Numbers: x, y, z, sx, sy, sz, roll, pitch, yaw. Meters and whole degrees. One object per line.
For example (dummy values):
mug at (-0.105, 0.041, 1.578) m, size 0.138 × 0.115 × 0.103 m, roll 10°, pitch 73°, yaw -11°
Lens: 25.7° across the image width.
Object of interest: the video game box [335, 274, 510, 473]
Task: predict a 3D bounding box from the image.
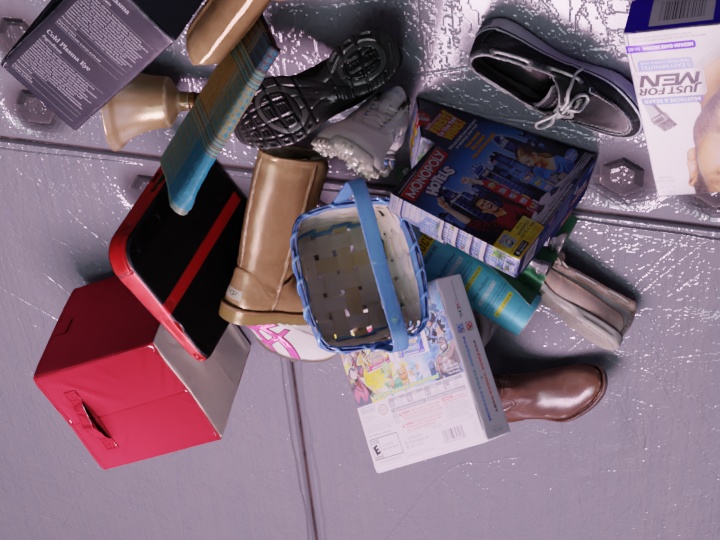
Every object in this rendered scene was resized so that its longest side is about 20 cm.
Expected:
video game box at (0.063, 0.118, 1.762) m, size 0.200 × 0.047 × 0.183 m, roll -24°, pitch 84°, yaw 49°

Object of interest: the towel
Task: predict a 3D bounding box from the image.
towel at (-0.146, -0.166, 1.633) m, size 0.022 × 0.147 × 0.200 m, roll 26°, pitch 108°, yaw -23°

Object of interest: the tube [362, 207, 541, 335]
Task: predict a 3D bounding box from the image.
tube at (0.105, -0.003, 1.749) m, size 0.199 × 0.050 × 0.078 m, roll 33°, pitch 100°, yaw 1°

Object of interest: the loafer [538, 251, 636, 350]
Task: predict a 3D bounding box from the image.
loafer at (0.222, 0.010, 1.774) m, size 0.200 × 0.063 × 0.072 m, roll 37°, pitch 166°, yaw -8°

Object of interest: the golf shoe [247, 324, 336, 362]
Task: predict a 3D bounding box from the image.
golf shoe at (-0.107, 0.047, 1.905) m, size 0.199 × 0.073 × 0.092 m, roll 27°, pitch 152°, yaw -6°

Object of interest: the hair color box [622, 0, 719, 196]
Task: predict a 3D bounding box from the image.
hair color box at (0.331, -0.171, 1.549) m, size 0.109 × 0.065 × 0.201 m, roll -3°, pitch 132°, yaw 23°

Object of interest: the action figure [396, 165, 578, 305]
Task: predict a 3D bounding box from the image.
action figure at (0.125, -0.060, 1.715) m, size 0.199 × 0.118 × 0.055 m, roll 28°, pitch 155°, yaw 10°

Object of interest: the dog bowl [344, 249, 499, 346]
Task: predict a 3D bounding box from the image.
dog bowl at (0.071, 0.039, 1.851) m, size 0.199 × 0.059 × 0.201 m, roll 11°, pitch 135°, yaw 11°

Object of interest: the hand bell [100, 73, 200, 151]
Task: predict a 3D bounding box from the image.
hand bell at (-0.177, -0.187, 1.733) m, size 0.199 × 0.104 × 0.105 m, roll -1°, pitch 132°, yaw 6°

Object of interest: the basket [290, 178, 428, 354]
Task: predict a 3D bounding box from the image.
basket at (0.000, 0.000, 1.648) m, size 0.138 × 0.200 × 0.177 m, roll -13°, pitch 89°, yaw -9°

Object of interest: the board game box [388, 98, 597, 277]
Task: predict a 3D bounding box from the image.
board game box at (0.115, -0.091, 1.645) m, size 0.199 × 0.200 × 0.062 m, roll 28°, pitch 136°, yaw 15°

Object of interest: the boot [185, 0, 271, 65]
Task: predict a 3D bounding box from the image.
boot at (-0.111, -0.267, 1.557) m, size 0.066 × 0.176 × 0.200 m, roll 37°, pitch 130°, yaw -12°

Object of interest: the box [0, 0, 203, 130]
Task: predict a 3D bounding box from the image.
box at (-0.236, -0.271, 1.579) m, size 0.104 × 0.200 × 0.182 m, roll 42°, pitch 133°, yaw -17°

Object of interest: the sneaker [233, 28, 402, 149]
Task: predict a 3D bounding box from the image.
sneaker at (-0.040, -0.182, 1.637) m, size 0.199 × 0.091 × 0.076 m, roll -23°, pitch 89°, yaw 15°

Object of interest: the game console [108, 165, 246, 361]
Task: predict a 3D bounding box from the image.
game console at (-0.191, -0.024, 1.792) m, size 0.031 × 0.200 × 0.177 m, roll -11°, pitch 128°, yaw 39°

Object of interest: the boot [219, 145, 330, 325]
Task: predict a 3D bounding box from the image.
boot at (-0.071, -0.039, 1.784) m, size 0.066 × 0.175 × 0.201 m, roll 27°, pitch 110°, yaw 32°

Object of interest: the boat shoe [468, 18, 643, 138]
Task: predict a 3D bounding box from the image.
boat shoe at (0.200, -0.180, 1.587) m, size 0.199 × 0.068 × 0.074 m, roll 32°, pitch 135°, yaw -10°

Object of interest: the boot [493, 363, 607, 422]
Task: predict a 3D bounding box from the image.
boot at (0.162, 0.136, 1.835) m, size 0.186 × 0.065 × 0.199 m, roll -23°, pitch 153°, yaw 38°

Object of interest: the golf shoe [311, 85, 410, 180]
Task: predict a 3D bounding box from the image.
golf shoe at (0.008, -0.149, 1.610) m, size 0.078 × 0.200 × 0.098 m, roll 29°, pitch 100°, yaw 3°

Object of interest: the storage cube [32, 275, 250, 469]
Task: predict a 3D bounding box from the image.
storage cube at (-0.266, 0.112, 1.958) m, size 0.179 × 0.200 × 0.171 m, roll -16°, pitch 124°, yaw 25°
